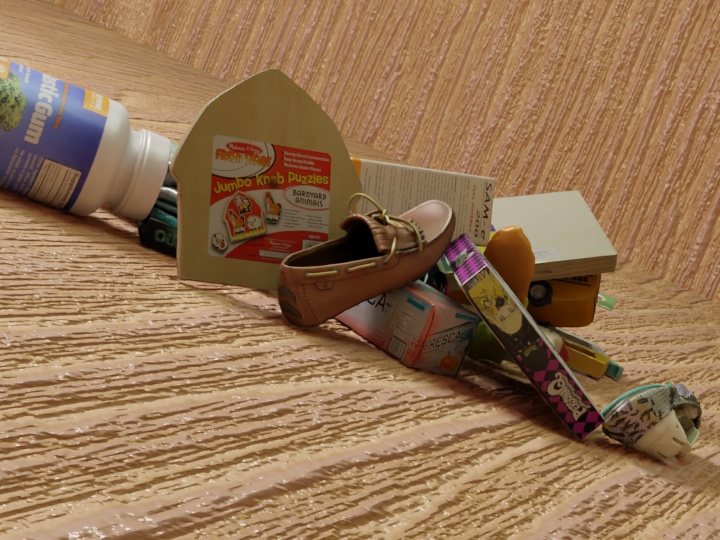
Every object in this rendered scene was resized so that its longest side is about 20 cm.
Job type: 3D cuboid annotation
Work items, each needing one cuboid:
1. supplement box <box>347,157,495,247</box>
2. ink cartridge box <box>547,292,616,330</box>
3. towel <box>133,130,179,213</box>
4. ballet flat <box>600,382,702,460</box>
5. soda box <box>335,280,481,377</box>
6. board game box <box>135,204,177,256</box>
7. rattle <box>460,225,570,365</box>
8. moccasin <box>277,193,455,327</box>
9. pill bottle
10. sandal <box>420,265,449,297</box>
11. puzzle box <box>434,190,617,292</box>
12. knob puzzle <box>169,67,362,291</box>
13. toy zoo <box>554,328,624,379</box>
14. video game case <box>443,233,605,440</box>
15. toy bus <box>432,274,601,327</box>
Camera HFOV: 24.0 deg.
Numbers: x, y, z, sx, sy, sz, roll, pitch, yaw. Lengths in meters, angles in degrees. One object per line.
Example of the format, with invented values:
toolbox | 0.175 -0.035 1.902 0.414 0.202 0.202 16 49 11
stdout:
supplement box | 0.022 -0.068 1.694 0.199 0.074 0.125 5 1 -41
ink cartridge box | 0.192 0.025 1.957 0.198 0.060 0.104 24 8 9
towel | -0.179 -0.095 1.710 0.199 0.049 0.171 26 11 29
ballet flat | 0.285 0.143 1.599 0.072 0.073 0.200 26 10 22
soda box | 0.021 0.030 1.603 0.068 0.064 0.200 15 12 -42
board game box | -0.155 -0.036 1.668 0.134 0.028 0.200 20 8 -14
rattle | 0.174 0.030 1.782 0.129 0.145 0.199 5 0 43
moccasin | 0.006 -0.022 1.528 0.200 0.078 0.073 -23 32 -29
pill bottle | -0.280 -0.117 1.556 0.198 0.113 0.112 19 9 -18
sandal | 0.065 0.027 1.725 0.045 0.075 0.200 33 5 -2
puzzle box | 0.164 -0.034 1.836 0.198 0.026 0.133 -6 36 -11
knob puzzle | -0.087 -0.082 1.536 0.218 0.222 0.030 18 -14 -30
toy zoo | 0.213 0.079 1.958 0.198 0.021 0.131 23 8 2
video game case | 0.149 0.057 1.586 0.182 0.036 0.200 52 4 -8
toy bus | 0.163 0.011 1.864 0.198 0.079 0.065 10 -29 11
